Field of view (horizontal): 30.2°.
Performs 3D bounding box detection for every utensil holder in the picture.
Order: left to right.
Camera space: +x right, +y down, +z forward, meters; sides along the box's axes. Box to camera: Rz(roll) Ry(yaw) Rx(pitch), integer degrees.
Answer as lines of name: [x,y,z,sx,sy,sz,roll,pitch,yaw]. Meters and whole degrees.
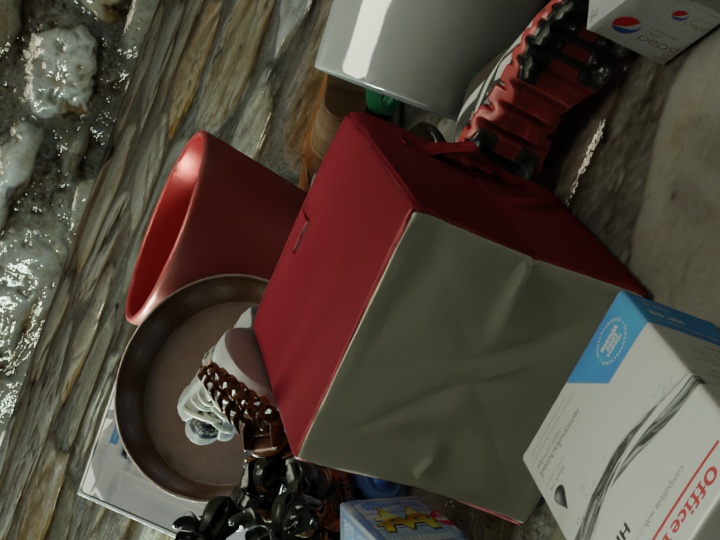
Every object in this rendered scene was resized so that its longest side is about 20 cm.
utensil holder: [0.069,-0.229,1.059,0.170,0.169,0.202,-145,73,-69]

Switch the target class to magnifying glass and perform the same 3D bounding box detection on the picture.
magnifying glass: [0.016,-0.201,1.216,0.200,0.022,0.080,46,-121,-71]

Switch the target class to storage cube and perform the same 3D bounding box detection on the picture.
storage cube: [0.048,0.026,0.865,0.201,0.170,0.180,-64,22,17]

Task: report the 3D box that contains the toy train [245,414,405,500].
toy train: [-0.028,0.169,1.012,0.087,0.113,0.201,-57,24,33]

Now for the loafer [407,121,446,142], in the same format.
loafer: [0.029,-0.015,1.006,0.073,0.071,0.202,154,120,-75]

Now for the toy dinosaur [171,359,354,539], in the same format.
toy dinosaur: [-0.056,0.152,0.860,0.102,0.200,0.136,-38,9,40]

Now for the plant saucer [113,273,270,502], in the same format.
plant saucer: [-0.117,0.103,1.154,0.035,0.199,0.202,52,-131,-65]

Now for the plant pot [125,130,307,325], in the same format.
plant pot: [-0.110,-0.011,1.287,0.201,0.176,0.201,-56,21,34]

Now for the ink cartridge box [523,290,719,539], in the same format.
ink cartridge box: [0.160,0.109,0.649,0.116,0.066,0.200,-63,21,18]

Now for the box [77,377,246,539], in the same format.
box: [-0.142,0.181,1.195,0.060,0.199,0.118,25,-96,-67]

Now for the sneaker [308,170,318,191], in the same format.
sneaker: [0.019,-0.076,1.167,0.200,0.077,0.071,-20,53,65]

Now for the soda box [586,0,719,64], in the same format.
soda box: [0.200,-0.242,0.875,0.068,0.063,0.202,-35,41,57]

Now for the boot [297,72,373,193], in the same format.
boot: [-0.019,-0.160,1.362,0.155,0.073,0.201,110,-178,-49]

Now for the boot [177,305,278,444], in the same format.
boot: [-0.090,0.092,0.967,0.096,0.073,0.200,-53,3,7]

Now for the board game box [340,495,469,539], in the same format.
board game box: [0.047,0.223,0.765,0.200,0.061,0.202,-35,59,58]

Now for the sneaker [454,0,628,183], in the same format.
sneaker: [0.126,-0.139,0.956,0.201,0.070,0.098,-56,17,25]
